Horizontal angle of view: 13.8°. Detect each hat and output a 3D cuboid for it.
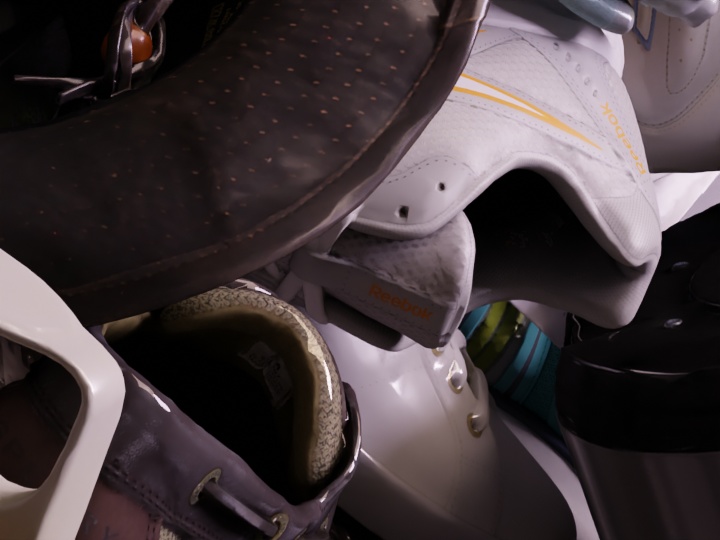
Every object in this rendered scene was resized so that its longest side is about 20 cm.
[{"bbox_3d":[-0.072,-0.055,0.579,0.201,0.200,0.081,53,-16,24],"label":"hat"}]

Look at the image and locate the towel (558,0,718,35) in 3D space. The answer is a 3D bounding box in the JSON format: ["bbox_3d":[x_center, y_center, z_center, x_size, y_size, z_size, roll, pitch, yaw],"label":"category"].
[{"bbox_3d":[0.015,-0.164,0.696,0.200,0.048,0.172,33,44,-27],"label":"towel"}]

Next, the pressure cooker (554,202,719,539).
[{"bbox_3d":[0.155,0.078,0.757,0.179,0.175,0.201,-105,176,-77],"label":"pressure cooker"}]

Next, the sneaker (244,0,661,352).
[{"bbox_3d":[-0.017,-0.024,0.661,0.199,0.076,0.092,-3,51,-24],"label":"sneaker"}]

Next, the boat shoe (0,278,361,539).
[{"bbox_3d":[-0.030,0.036,0.597,0.073,0.065,0.200,48,13,3],"label":"boat shoe"}]

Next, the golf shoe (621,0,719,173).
[{"bbox_3d":[0.072,-0.105,0.813,0.079,0.097,0.201,81,-2,-45],"label":"golf shoe"}]

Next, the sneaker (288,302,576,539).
[{"bbox_3d":[0.000,0.000,0.756,0.200,0.085,0.073,45,12,-14],"label":"sneaker"}]

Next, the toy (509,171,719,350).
[{"bbox_3d":[0.060,-0.067,0.858,0.115,0.047,0.200,42,50,2],"label":"toy"}]

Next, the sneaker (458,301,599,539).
[{"bbox_3d":[0.044,0.009,0.874,0.200,0.080,0.078,42,15,-16],"label":"sneaker"}]

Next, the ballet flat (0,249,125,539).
[{"bbox_3d":[-0.058,0.046,0.456,0.200,0.075,0.068,50,13,10],"label":"ballet flat"}]

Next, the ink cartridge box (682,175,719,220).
[{"bbox_3d":[0.105,-0.074,0.982,0.083,0.200,0.147,49,1,-6],"label":"ink cartridge box"}]
